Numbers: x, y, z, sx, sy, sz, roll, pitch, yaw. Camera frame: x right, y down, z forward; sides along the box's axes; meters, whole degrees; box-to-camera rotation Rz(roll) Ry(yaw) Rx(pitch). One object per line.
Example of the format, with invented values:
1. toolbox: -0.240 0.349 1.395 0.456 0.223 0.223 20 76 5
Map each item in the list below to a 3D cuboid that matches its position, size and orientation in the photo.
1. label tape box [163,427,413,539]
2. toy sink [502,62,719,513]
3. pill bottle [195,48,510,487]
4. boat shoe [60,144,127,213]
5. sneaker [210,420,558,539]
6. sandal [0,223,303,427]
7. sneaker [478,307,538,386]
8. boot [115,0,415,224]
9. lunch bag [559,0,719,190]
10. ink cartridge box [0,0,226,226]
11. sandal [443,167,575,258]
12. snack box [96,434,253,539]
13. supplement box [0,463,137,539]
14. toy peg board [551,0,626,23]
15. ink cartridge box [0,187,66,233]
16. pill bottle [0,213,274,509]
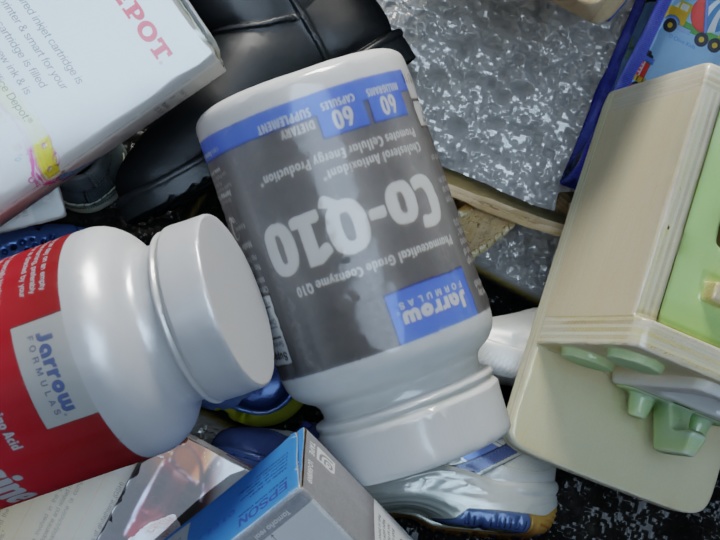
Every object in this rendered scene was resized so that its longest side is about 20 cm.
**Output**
1. label tape box: -0.016 0.197 0.726 0.144 0.063 0.200 -40 107 11
2. toy sink: 0.175 0.017 0.759 0.130 0.112 0.201 23 81 -17
3. pill bottle: 0.000 0.000 0.757 0.113 0.114 0.201 -20 91 -5
4. boat shoe: -0.200 -0.122 0.843 0.073 0.062 0.200 -36 87 -4
5. sneaker: 0.013 0.098 0.841 0.199 0.075 0.088 8 75 -11
6. sandal: -0.119 0.026 0.825 0.199 0.087 0.080 19 86 0
7. sneaker: 0.144 0.030 0.850 0.199 0.075 0.089 6 87 -13
8. boot: -0.089 -0.142 0.844 0.200 0.076 0.168 -34 91 -13
9. lunch bag: 0.218 -0.095 0.863 0.150 0.094 0.200 24 95 -3
10. ink cartridge box: -0.187 -0.108 0.754 0.200 0.088 0.146 -35 94 1
11. sandal: 0.060 -0.019 0.845 0.211 0.078 0.070 13 101 4
12. snack box: -0.118 0.182 0.768 0.072 0.024 0.200 28 85 -4
13. supplement box: -0.194 0.133 0.816 0.200 0.074 0.126 28 85 -2
14. toy peg board: 0.126 -0.231 0.823 0.199 0.098 0.200 37 83 32
15. ink cartridge box: -0.272 -0.082 0.822 0.199 0.047 0.161 -14 94 1
16. pill bottle: -0.148 0.046 0.708 0.199 0.112 0.113 -20 86 12
